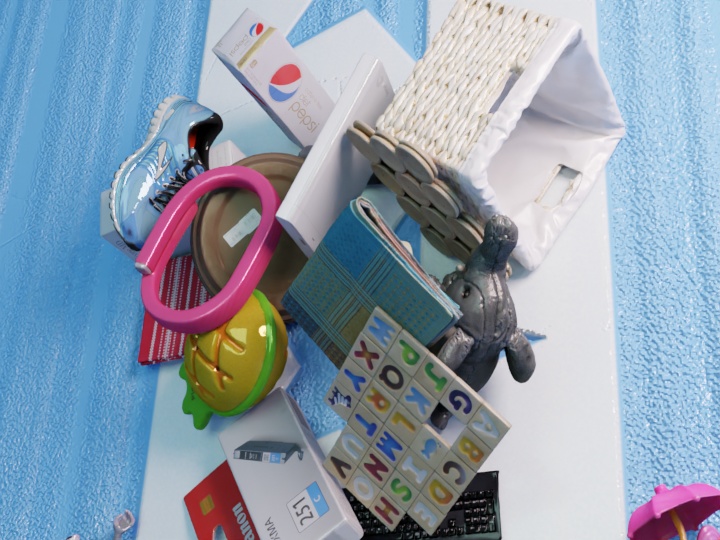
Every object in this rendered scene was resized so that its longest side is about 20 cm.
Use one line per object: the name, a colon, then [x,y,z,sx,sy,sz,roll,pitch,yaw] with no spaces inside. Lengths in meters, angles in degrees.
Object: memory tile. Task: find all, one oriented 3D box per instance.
memory tile: [0.071,-0.072,1.077,0.017,0.200,0.153,-47,32,-10]

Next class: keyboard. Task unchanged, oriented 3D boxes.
keyboard: [0.044,0.235,1.052,0.197,0.040,0.106,-12,62,21]

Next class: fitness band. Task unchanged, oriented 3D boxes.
fitness band: [-0.166,-0.026,1.136,0.141,0.038,0.202,14,66,27]

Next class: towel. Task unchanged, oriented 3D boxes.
towel: [0.004,0.034,0.998,0.147,0.200,0.022,49,53,7]
towel: [-0.184,0.040,1.276,0.196,0.023,0.147,-10,60,21]

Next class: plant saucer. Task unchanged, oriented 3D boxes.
plant saucer: [-0.102,-0.038,1.206,0.196,0.029,0.204,0,86,0]

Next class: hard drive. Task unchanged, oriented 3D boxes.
hard drive: [-0.019,-0.119,1.138,0.026,0.132,0.202,24,78,21]

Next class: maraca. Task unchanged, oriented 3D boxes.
maraca: [-0.152,0.100,1.164,0.199,0.106,0.139,-36,52,42]

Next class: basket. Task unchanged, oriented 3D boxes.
basket: [0.148,-0.148,1.091,0.160,0.200,0.200,29,80,36]

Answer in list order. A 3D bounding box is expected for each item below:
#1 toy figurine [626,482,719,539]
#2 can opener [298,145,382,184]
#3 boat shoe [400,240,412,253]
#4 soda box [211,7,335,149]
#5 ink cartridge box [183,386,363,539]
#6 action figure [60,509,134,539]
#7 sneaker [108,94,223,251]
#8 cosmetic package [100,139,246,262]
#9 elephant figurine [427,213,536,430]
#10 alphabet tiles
toy figurine: [0.286,0.275,0.868,0.197,0.151,0.186,18,64,10]
can opener: [0.022,-0.138,1.251,0.197,0.054,0.067,1,34,28]
boat shoe: [0.000,0.000,1.100,0.067,0.200,0.076,-2,83,-12]
soda box: [-0.093,-0.221,1.248,0.068,0.200,0.063,-48,55,-3]
ink cartridge box: [-0.109,0.251,1.098,0.175,0.045,0.201,-39,44,4]
action figure: [-0.297,0.367,1.148,0.199,0.132,0.152,31,125,47]
sneaker: [-0.225,-0.116,1.220,0.089,0.078,0.203,14,72,28]
cosmetic package: [-0.221,-0.080,1.306,0.197,0.102,0.075,-21,57,18]
elephant figurine: [0.106,0.056,1.004,0.141,0.200,0.156,-41,95,-14]
alphabet tiles: [0.036,0.158,0.999,0.167,0.008,0.202,40,126,16]
